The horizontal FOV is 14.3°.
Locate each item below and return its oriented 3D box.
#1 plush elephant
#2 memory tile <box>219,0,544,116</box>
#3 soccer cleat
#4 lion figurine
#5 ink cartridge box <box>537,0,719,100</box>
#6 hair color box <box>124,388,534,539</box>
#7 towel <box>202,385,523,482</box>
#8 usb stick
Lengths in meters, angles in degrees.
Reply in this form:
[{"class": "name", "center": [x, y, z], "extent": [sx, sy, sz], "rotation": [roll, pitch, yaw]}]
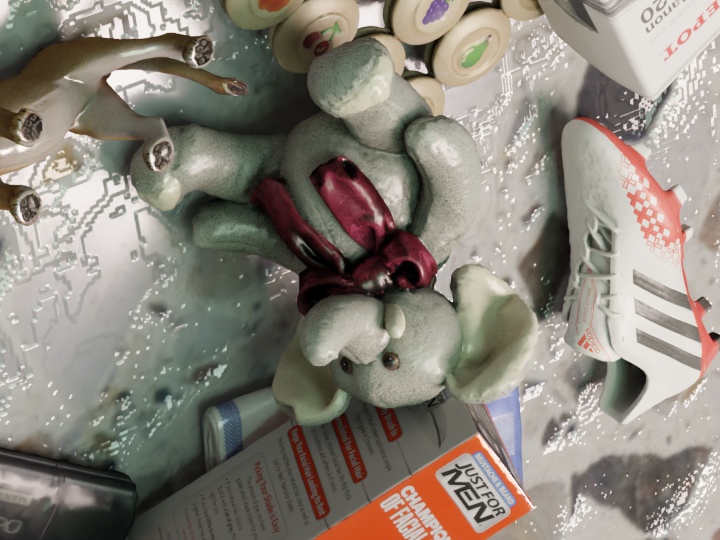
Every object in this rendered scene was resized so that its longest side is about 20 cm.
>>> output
[{"class": "plush elephant", "center": [0.000, 0.000, 1.434], "extent": [0.164, 0.156, 0.200], "rotation": [-20, 157, 29]}, {"class": "memory tile", "center": [0.025, -0.145, 1.435], "extent": [0.153, 0.017, 0.200], "rotation": [-44, 144, 4]}, {"class": "soccer cleat", "center": [0.144, 0.002, 1.601], "extent": [0.085, 0.069, 0.200], "rotation": [-39, 133, -17]}, {"class": "lion figurine", "center": [-0.161, -0.073, 1.347], "extent": [0.199, 0.122, 0.073], "rotation": [-17, 112, -43]}, {"class": "ink cartridge box", "center": [0.141, -0.201, 1.413], "extent": [0.146, 0.085, 0.200], "rotation": [-45, 147, -7]}, {"class": "hair color box", "center": [-0.020, 0.129, 1.477], "extent": [0.200, 0.111, 0.064], "rotation": [-34, 119, 6]}, {"class": "towel", "center": [0.003, 0.108, 1.584], "extent": [0.199, 0.024, 0.148], "rotation": [-19, 122, -25]}, {"class": "usb stick", "center": [-0.200, 0.111, 1.445], "extent": [0.199, 0.033, 0.056], "rotation": [16, 110, -38]}]
